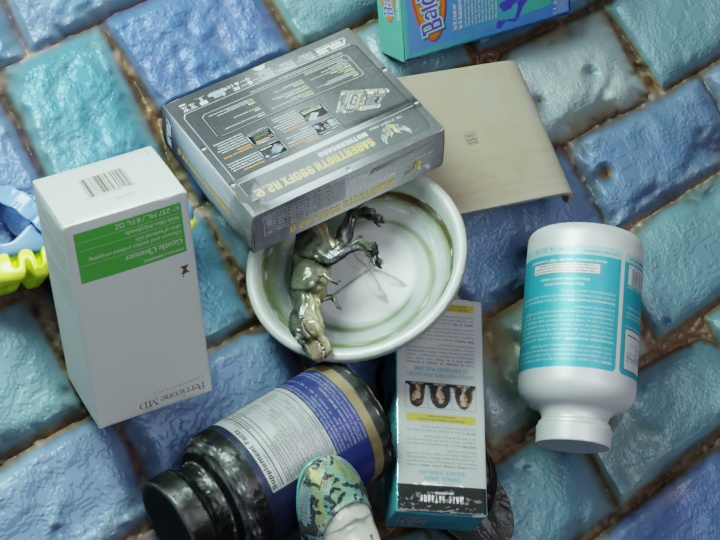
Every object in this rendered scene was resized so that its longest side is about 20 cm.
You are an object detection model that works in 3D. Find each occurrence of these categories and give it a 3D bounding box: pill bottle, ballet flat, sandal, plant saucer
[{"bbox_3d":[0.203,0.064,1.684,0.110,0.111,0.201,12,73,-21],"label":"pill bottle"},{"bbox_3d":[-0.006,0.239,1.514,0.074,0.074,0.201,-34,135,-27],"label":"ballet flat"},{"bbox_3d":[-0.079,0.167,1.534,0.199,0.112,0.112,-29,91,-26],"label":"pill bottle"},{"bbox_3d":[0.078,0.164,1.640,0.075,0.048,0.201,-30,90,-27],"label":"sandal"},{"bbox_3d":[0.000,0.000,1.606,0.199,0.050,0.201,-7,58,11],"label":"plant saucer"},{"bbox_3d":[-0.233,-0.040,1.532,0.199,0.079,0.088,-11,80,-27],"label":"sandal"}]

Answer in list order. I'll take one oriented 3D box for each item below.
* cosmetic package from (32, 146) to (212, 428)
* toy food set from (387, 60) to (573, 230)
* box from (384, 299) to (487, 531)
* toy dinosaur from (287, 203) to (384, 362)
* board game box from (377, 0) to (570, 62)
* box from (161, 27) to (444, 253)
[{"bbox_3d":[-0.190,0.014,1.469,0.107,0.085,0.201,-19,127,-19],"label":"cosmetic package"},{"bbox_3d":[0.092,-0.112,1.711,0.199,0.060,0.144,-12,72,-27],"label":"toy food set"},{"bbox_3d":[0.065,0.125,1.604,0.082,0.049,0.201,5,66,-11],"label":"box"},{"bbox_3d":[-0.025,-0.021,1.572,0.088,0.048,0.201,-15,54,15],"label":"toy dinosaur"},{"bbox_3d":[0.106,-0.296,1.719,0.199,0.045,0.153,-19,119,-27],"label":"board game box"},{"bbox_3d":[-0.050,-0.118,1.594,0.199,0.048,0.159,-26,55,-22],"label":"box"}]
